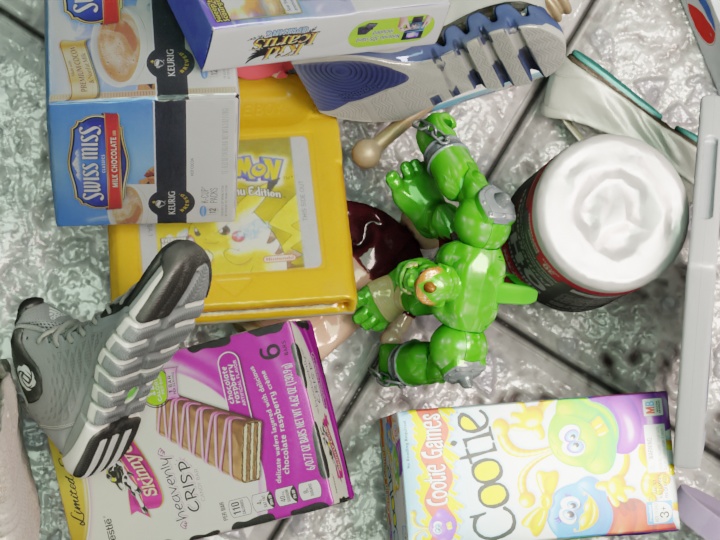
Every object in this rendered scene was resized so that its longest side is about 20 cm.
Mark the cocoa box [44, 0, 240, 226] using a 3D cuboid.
[{"bbox_3d":[-0.158,-0.147,1.655,0.131,0.134,0.200,-2,50,-6],"label":"cocoa box"}]

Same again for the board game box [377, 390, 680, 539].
[{"bbox_3d":[0.121,0.149,1.709,0.199,0.103,0.105,-4,84,-8],"label":"board game box"}]

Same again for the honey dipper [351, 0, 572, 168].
[{"bbox_3d":[0.071,-0.144,1.738,0.200,0.038,0.038,-40,89,-4],"label":"honey dipper"}]

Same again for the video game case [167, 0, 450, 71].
[{"bbox_3d":[-0.059,-0.231,1.627,0.181,0.045,0.200,-9,53,-26],"label":"video game case"}]

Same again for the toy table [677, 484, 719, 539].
[{"bbox_3d":[0.341,0.180,1.706,0.200,0.184,0.117,31,97,-15],"label":"toy table"}]

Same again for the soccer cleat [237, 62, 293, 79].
[{"bbox_3d":[-0.026,-0.222,1.732,0.200,0.067,0.077,-42,55,7],"label":"soccer cleat"}]

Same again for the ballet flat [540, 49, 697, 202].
[{"bbox_3d":[0.224,-0.092,1.777,0.200,0.069,0.070,33,81,2],"label":"ballet flat"}]

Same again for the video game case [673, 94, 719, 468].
[{"bbox_3d":[0.243,0.008,1.661,0.023,0.200,0.182,5,44,8],"label":"video game case"}]

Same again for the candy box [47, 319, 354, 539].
[{"bbox_3d":[-0.119,0.124,1.671,0.200,0.061,0.137,-16,85,14],"label":"candy box"}]

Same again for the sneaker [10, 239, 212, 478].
[{"bbox_3d":[-0.187,0.038,1.607,0.115,0.075,0.200,41,117,23],"label":"sneaker"}]

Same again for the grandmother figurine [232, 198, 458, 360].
[{"bbox_3d":[0.000,0.000,1.738,0.200,0.061,0.121,-37,112,-13],"label":"grandmother figurine"}]

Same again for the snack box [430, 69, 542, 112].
[{"bbox_3d":[0.056,-0.227,1.778,0.116,0.037,0.200,-18,86,-8],"label":"snack box"}]

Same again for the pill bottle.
[{"bbox_3d":[0.161,-0.028,1.686,0.110,0.200,0.111,1,83,-7],"label":"pill bottle"}]

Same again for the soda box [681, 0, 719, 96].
[{"bbox_3d":[0.277,-0.237,1.792,0.064,0.068,0.200,-20,86,-9],"label":"soda box"}]

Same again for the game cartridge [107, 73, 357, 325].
[{"bbox_3d":[-0.098,-0.054,1.702,0.176,0.032,0.200,-4,61,-5],"label":"game cartridge"}]

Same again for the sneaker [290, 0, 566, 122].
[{"bbox_3d":[0.051,-0.184,1.709,0.199,0.081,0.115,-10,52,13],"label":"sneaker"}]

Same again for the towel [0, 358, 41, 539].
[{"bbox_3d":[-0.245,0.145,1.606,0.034,0.200,0.133,-11,108,-4],"label":"towel"}]

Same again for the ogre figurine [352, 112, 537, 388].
[{"bbox_3d":[0.061,-0.003,1.663,0.098,0.120,0.200,25,92,-34],"label":"ogre figurine"}]
